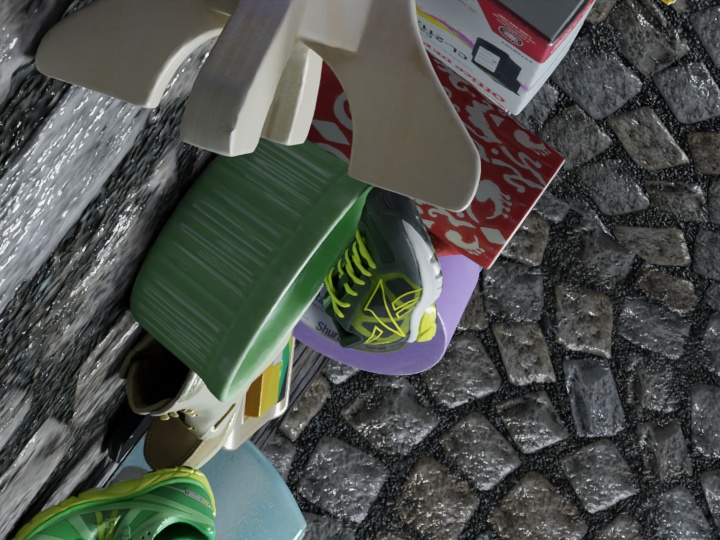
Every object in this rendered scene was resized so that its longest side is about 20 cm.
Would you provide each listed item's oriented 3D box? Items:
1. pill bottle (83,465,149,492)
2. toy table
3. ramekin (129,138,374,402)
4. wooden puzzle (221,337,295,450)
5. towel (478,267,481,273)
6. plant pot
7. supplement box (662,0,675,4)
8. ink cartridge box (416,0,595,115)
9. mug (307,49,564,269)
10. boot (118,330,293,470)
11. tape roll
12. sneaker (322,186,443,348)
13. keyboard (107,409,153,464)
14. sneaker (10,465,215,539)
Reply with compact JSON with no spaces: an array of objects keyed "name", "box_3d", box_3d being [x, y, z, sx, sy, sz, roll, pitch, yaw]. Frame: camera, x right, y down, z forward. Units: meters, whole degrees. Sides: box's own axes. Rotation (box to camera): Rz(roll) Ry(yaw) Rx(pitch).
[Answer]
[{"name":"pill bottle","box_3d":[-0.251,0.281,1.304,0.200,0.109,0.109,-53,175,-33]},{"name":"toy table","box_3d":[-0.028,-0.106,0.547,0.200,0.183,0.118,-7,116,-73]},{"name":"ramekin","box_3d":[-0.080,-0.013,1.022,0.201,0.097,0.200,-55,175,-6]},{"name":"wooden puzzle","box_3d":[-0.093,0.071,1.376,0.200,0.037,0.186,-16,113,-77]},{"name":"towel","box_3d":[0.018,-0.031,1.327,0.145,0.199,0.024,113,-5,-62]},{"name":"plant pot","box_3d":[-0.172,0.276,1.532,0.196,0.200,0.196,-53,175,-17]},{"name":"supplement box","box_3d":[0.221,-0.333,1.200,0.110,0.199,0.109,-56,176,22]},{"name":"ink cartridge box","box_3d":[0.110,-0.225,1.162,0.083,0.145,0.200,-53,175,-9]},{"name":"mug","box_3d":[0.043,-0.087,1.126,0.178,0.199,0.133,-58,175,36]},{"name":"boot","box_3d":[-0.153,0.106,1.180,0.200,0.072,0.154,-54,163,19]},{"name":"tape roll","box_3d":[0.000,0.000,1.251,0.085,0.199,0.200,-63,180,-32]},{"name":"sneaker","box_3d":[0.012,0.009,1.038,0.084,0.075,0.200,-17,149,-6]},{"name":"keyboard","box_3d":[-0.172,0.088,1.312,0.200,0.021,0.127,-54,177,-32]},{"name":"sneaker","box_3d":[-0.214,0.231,1.187,0.199,0.084,0.074,-20,154,-18]}]
